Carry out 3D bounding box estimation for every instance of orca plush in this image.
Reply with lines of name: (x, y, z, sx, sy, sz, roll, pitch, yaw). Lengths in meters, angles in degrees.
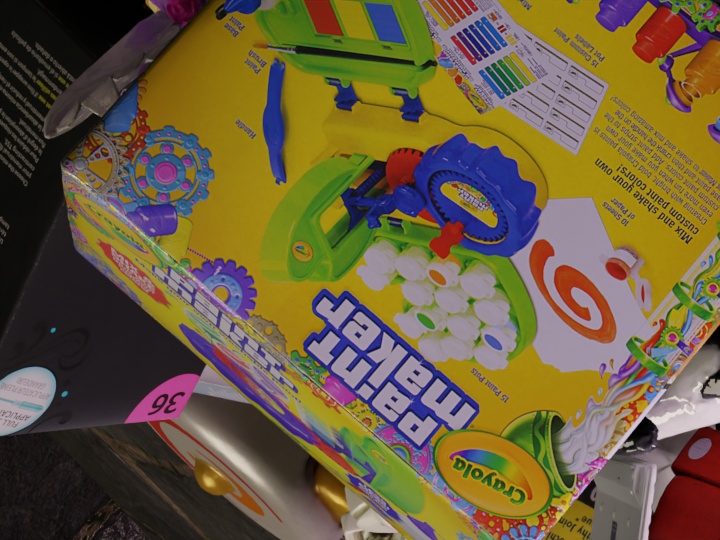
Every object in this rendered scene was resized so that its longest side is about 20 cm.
orca plush: (0.137, 0.024, 0.964, 0.072, 0.105, 0.200, 68, 158, -3)

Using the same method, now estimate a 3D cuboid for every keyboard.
keyboard: (0.116, 0.112, 1.087, 0.011, 0.057, 0.200, 2, 177, 1)

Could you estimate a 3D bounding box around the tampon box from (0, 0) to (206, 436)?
tampon box: (-0.134, -0.037, 1.158, 0.149, 0.201, 0.126, -3, -142, -48)

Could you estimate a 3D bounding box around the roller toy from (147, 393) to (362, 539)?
roller toy: (-0.058, 0.095, 1.626, 0.200, 0.140, 0.182, 43, 168, -6)

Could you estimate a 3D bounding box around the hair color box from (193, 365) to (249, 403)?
hair color box: (-0.068, 0.017, 1.303, 0.198, 0.100, 0.061, 11, 171, 7)

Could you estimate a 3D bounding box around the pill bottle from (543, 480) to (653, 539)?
pill bottle: (0.098, 0.196, 1.333, 0.112, 0.201, 0.113, 29, 165, 9)

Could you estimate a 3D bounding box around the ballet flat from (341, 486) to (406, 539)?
ballet flat: (0.022, 0.132, 1.306, 0.072, 0.072, 0.200, 38, 159, 16)

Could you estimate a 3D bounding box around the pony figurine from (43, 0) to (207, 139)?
pony figurine: (-0.057, -0.110, 0.996, 0.199, 0.167, 0.193, 29, 179, -15)

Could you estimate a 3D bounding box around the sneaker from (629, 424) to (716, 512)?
sneaker: (0.150, 0.074, 1.142, 0.088, 0.075, 0.201, 45, 166, 48)

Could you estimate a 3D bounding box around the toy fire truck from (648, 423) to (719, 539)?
toy fire truck: (0.172, 0.165, 1.045, 0.176, 0.200, 0.128, 48, 165, -27)

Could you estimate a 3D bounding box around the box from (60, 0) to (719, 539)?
box: (0.032, -0.027, 0.851, 0.200, 0.193, 0.122, 41, 167, 5)
